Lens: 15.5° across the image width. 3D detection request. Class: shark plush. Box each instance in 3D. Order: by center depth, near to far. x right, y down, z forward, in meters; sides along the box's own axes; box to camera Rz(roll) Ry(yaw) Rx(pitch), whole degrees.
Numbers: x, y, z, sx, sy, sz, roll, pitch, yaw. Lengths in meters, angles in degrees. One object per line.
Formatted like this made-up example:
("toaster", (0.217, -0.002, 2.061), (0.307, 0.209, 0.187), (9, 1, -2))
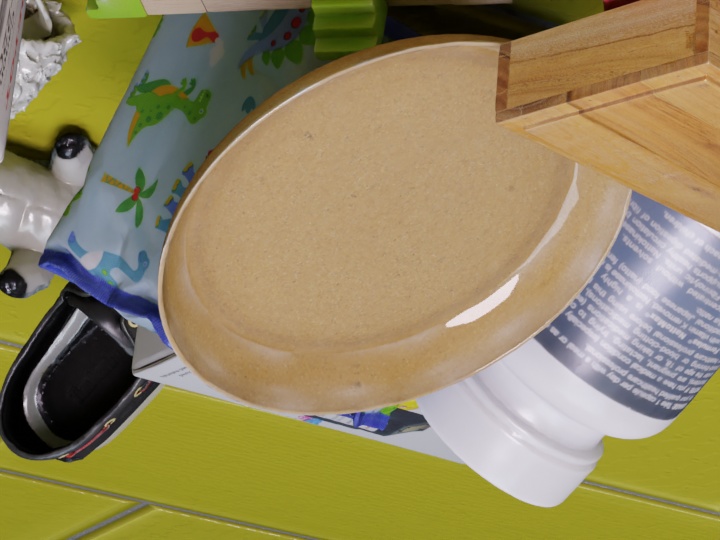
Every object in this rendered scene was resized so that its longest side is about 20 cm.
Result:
("shark plush", (-0.161, -0.038, 1.447), (0.083, 0.091, 0.200), (21, -172, 28))

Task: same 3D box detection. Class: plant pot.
("plant pot", (0.012, -0.021, 1.051), (0.200, 0.028, 0.200), (-14, 139, -13))

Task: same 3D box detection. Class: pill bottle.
("pill bottle", (0.118, 0.005, 1.191), (0.119, 0.120, 0.200), (23, 114, -39))

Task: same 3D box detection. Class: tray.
("tray", (0.154, -0.048, 1.007), (0.099, 0.037, 0.200), (-14, 155, 42))

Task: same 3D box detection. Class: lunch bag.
("lunch bag", (-0.013, -0.028, 1.171), (0.127, 0.170, 0.200), (29, -179, 40))

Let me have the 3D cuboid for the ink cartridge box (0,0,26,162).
("ink cartridge box", (-0.167, -0.141, 0.970), (0.085, 0.146, 0.200), (7, 161, -3))

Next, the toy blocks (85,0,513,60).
("toy blocks", (-0.026, -0.158, 0.985), (0.200, 0.100, 0.137), (0, 148, 17))

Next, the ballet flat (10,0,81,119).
("ballet flat", (-0.186, -0.132, 1.153), (0.072, 0.072, 0.200), (-2, 161, 23))

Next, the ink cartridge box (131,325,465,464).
("ink cartridge box", (0.000, 0.000, 1.320), (0.200, 0.146, 0.083), (16, 159, -27))

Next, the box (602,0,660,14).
("box", (0.145, -0.121, 1.001), (0.099, 0.096, 0.200), (2, 160, 9))

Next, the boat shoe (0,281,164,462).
("boat shoe", (-0.118, 0.022, 1.390), (0.074, 0.201, 0.063), (43, -161, 13))
